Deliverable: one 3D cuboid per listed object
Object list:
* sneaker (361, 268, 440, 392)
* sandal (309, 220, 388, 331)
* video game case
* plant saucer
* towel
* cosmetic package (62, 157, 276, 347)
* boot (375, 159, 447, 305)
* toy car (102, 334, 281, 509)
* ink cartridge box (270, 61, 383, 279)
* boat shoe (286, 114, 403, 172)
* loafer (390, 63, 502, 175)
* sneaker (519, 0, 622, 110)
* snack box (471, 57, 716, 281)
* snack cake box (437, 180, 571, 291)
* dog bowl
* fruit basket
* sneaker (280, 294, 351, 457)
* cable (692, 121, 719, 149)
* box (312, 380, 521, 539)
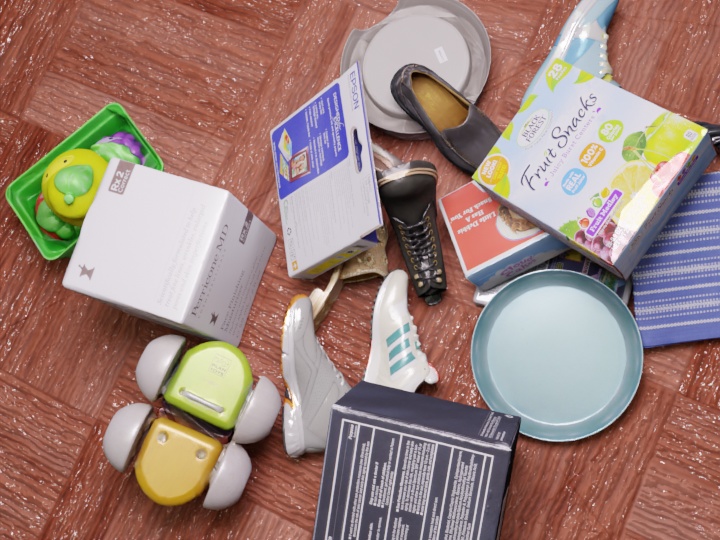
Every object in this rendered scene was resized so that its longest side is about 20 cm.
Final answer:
[{"bbox_3d":[0.056,0.101,1.087,0.093,0.070,0.202,8,82,11],"label":"sneaker"},{"bbox_3d":[0.001,0.000,1.123,0.069,0.078,0.213,31,92,13],"label":"sandal"},{"bbox_3d":[0.253,-0.031,1.102,0.181,0.023,0.202,14,78,15],"label":"video game case"},{"bbox_3d":[0.231,0.100,1.055,0.198,0.027,0.202,-1,86,15],"label":"plant saucer"},{"bbox_3d":[0.380,-0.012,1.013,0.143,0.024,0.202,-8,106,4],"label":"towel"},{"bbox_3d":[-0.228,-0.015,1.104,0.164,0.200,0.166,16,81,14],"label":"cosmetic package"},{"bbox_3d":[0.071,-0.041,1.051,0.077,0.200,0.139,-14,77,11],"label":"boot"},{"bbox_3d":[-0.198,0.181,1.079,0.174,0.150,0.201,24,86,-1],"label":"toy car"},{"bbox_3d":[-0.032,-0.112,1.055,0.199,0.047,0.199,-24,68,48],"label":"ink cartridge box"},{"bbox_3d":[-0.027,-0.143,1.157,0.199,0.076,0.072,24,91,36],"label":"boat shoe"},{"bbox_3d":[0.119,-0.176,1.091,0.199,0.072,0.073,37,93,-7],"label":"loafer"},{"bbox_3d":[0.303,-0.251,1.119,0.130,0.079,0.201,31,94,19],"label":"sneaker"},{"bbox_3d":[0.250,-0.114,0.969,0.200,0.068,0.169,36,93,35],"label":"snack box"},{"bbox_3d":[0.205,-0.073,1.060,0.199,0.067,0.116,-27,63,19],"label":"snack cake box"},{"bbox_3d":[0.076,-0.265,1.179,0.198,0.059,0.202,-3,76,11],"label":"dog bowl"},{"bbox_3d":[-0.363,-0.115,1.160,0.215,0.216,0.156,-39,72,0],"label":"fruit basket"},{"bbox_3d":[-0.051,0.128,1.090,0.091,0.076,0.202,-2,100,-2],"label":"sneaker"},{"bbox_3d":[0.385,-0.099,1.063,0.200,0.051,0.164,-38,70,1],"label":"cable"},{"bbox_3d":[0.062,0.248,0.990,0.197,0.123,0.202,11,100,14],"label":"box"}]
